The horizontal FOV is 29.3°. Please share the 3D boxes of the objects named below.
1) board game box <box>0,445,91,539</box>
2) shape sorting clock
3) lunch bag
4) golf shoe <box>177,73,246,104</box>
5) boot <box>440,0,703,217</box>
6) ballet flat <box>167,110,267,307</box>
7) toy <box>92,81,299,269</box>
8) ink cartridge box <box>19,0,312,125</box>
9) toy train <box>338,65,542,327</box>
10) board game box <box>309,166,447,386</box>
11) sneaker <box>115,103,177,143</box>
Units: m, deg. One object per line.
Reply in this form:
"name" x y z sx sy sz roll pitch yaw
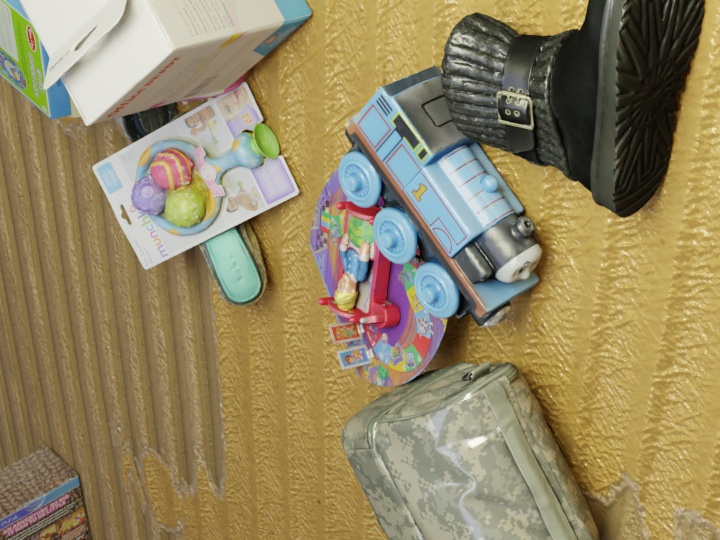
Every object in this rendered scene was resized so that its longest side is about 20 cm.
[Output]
"board game box" -0.509 0.402 2.110 0.097 0.159 0.201 30 135 39
"shape sorting clock" -0.307 -0.218 1.222 0.200 0.039 0.200 36 153 21
"lunch bag" 0.102 0.176 1.115 0.201 0.139 0.168 65 154 -2
"golf shoe" -0.202 -0.209 1.254 0.199 0.075 0.092 11 131 9
"boot" 0.129 -0.146 0.898 0.158 0.079 0.212 36 140 34
"ballet flat" -0.145 -0.060 1.363 0.071 0.071 0.201 -7 106 56
"toy" -0.166 -0.083 1.298 0.199 0.047 0.116 -24 95 26
"ink cartridge box" -0.166 -0.213 1.120 0.128 0.200 0.126 -32 86 40
"toy train" 0.063 -0.053 1.057 0.200 0.086 0.114 56 141 10
"board game box" 0.000 0.000 1.166 0.158 0.039 0.201 -43 62 48
"sneaker" -0.246 -0.221 1.372 0.087 0.074 0.201 29 134 48
